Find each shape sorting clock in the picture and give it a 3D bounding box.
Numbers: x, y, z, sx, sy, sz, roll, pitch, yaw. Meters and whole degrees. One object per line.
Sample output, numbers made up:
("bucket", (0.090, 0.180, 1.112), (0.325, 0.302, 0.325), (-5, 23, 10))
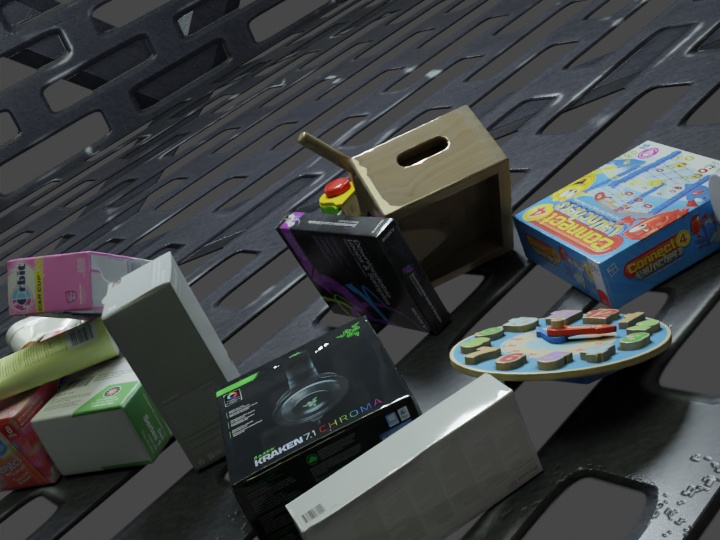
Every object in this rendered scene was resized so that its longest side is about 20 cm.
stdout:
("shape sorting clock", (0.177, 0.064, 0.866), (0.195, 0.040, 0.200), (-6, 5, 1))

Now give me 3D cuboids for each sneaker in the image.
("sneaker", (-0.438, 0.090, 1.492), (0.198, 0.074, 0.084), (-31, 53, -29))

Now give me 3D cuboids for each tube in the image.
("tube", (-0.383, 0.112, 1.133), (0.196, 0.053, 0.058), (-22, -13, -9))

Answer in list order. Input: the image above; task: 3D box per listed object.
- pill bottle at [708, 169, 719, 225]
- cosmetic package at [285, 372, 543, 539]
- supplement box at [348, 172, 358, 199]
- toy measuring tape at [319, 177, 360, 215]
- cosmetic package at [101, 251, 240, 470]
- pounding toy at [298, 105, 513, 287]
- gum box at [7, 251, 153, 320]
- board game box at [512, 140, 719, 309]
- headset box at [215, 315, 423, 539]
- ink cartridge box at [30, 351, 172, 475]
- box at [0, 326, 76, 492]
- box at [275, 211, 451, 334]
("pill bottle", (0.436, -0.093, 0.902), (0.197, 0.114, 0.112), (-23, 22, 3))
("cosmetic package", (0.045, 0.173, 0.771), (0.198, 0.084, 0.051), (-30, 21, -14))
("supplement box", (0.055, -0.132, 1.339), (0.124, 0.075, 0.200), (-22, 0, 5))
("toy measuring tape", (-0.043, -0.082, 1.428), (0.072, 0.075, 0.200), (-8, 28, 34))
("cosmetic package", (-0.189, 0.095, 1.022), (0.089, 0.203, 0.107), (-25, 23, -2))
("pounding toy", (0.057, -0.089, 1.119), (0.197, 0.186, 0.143), (-25, 51, -8))
("gum box", (-0.322, 0.022, 1.182), (0.111, 0.068, 0.200), (-6, -6, 18))
("board game box", (0.294, -0.057, 1.042), (0.193, 0.057, 0.200), (-29, 23, -9))
("headset box", (-0.035, 0.145, 0.896), (0.171, 0.094, 0.200), (-25, 22, -3))
("ink cartridge box", (-0.272, 0.142, 1.157), (0.142, 0.085, 0.201), (-13, 25, 27))
("box", (-0.386, 0.165, 1.202), (0.093, 0.104, 0.201), (-14, 24, 24))
("box", (0.000, 0.000, 1.107), (0.198, 0.144, 0.036), (6, 46, 52))
